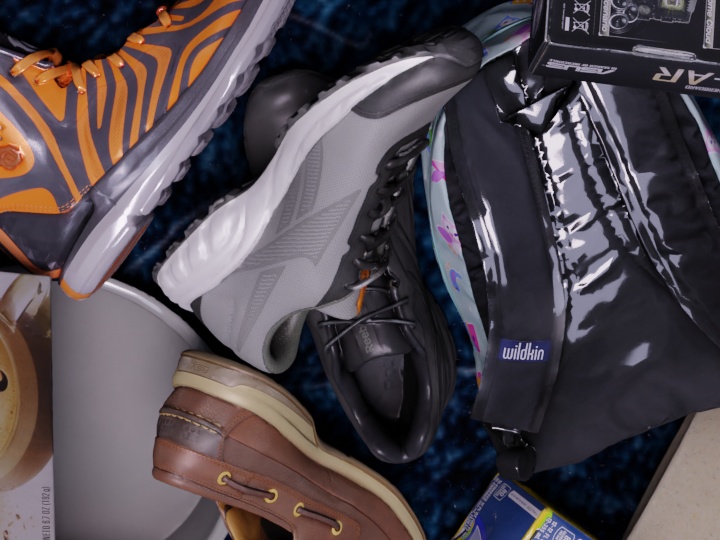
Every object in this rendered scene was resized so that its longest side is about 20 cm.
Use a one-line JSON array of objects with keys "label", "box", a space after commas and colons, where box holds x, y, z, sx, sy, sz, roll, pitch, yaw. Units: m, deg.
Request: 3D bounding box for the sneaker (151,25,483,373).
[{"label": "sneaker", "box": [-0.006, -0.032, 0.967, 0.079, 0.074, 0.200, 48, 126, 7]}]

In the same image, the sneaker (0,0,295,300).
[{"label": "sneaker", "box": [-0.115, -0.093, 1.017, 0.112, 0.078, 0.200, 36, 94, -1]}]

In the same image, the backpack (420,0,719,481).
[{"label": "backpack", "box": [0.097, -0.025, 1.023, 0.167, 0.127, 0.200, -23, 108, -6]}]

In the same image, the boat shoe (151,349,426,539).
[{"label": "boat shoe", "box": [-0.038, 0.111, 1.066, 0.200, 0.072, 0.068, 46, 65, -47]}]

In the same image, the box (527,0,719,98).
[{"label": "box", "box": [0.159, -0.175, 0.953, 0.160, 0.044, 0.200, 6, 77, -5]}]

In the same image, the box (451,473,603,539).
[{"label": "box", "box": [0.049, 0.206, 1.113, 0.070, 0.064, 0.200, 35, 89, -23]}]

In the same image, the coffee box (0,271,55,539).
[{"label": "coffee box", "box": [-0.200, 0.101, 0.977, 0.113, 0.080, 0.200, 7, 76, -40]}]

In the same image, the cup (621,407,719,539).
[{"label": "cup", "box": [0.209, 0.126, 1.064, 0.143, 0.200, 0.201, 28, 109, 6]}]

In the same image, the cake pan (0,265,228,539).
[{"label": "cake pan", "box": [-0.156, 0.085, 1.106, 0.200, 0.037, 0.201, -1, 111, -1]}]

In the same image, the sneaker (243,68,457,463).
[{"label": "sneaker", "box": [0.000, 0.000, 1.049, 0.076, 0.091, 0.200, -21, 110, 9]}]
